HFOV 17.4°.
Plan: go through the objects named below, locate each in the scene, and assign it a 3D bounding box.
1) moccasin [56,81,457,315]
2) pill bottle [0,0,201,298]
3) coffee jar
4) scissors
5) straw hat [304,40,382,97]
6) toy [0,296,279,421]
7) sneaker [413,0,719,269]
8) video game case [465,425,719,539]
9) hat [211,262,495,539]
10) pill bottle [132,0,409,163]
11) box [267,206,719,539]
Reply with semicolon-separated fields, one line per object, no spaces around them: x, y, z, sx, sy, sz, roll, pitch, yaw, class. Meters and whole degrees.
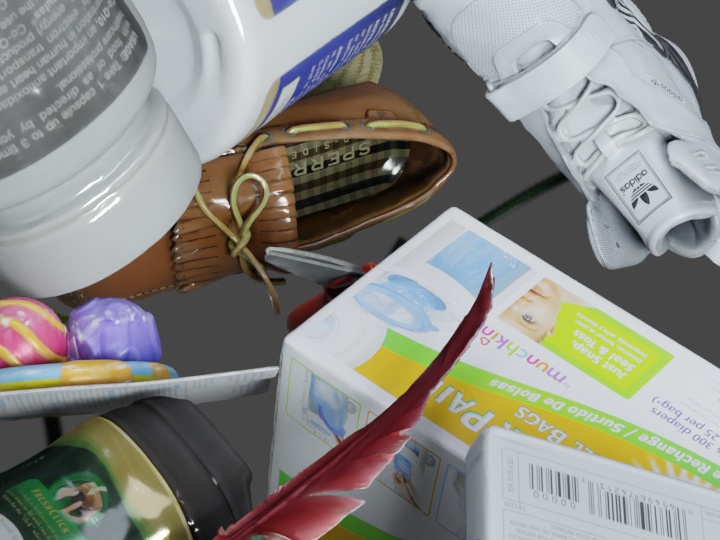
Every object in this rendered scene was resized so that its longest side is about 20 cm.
-0.046;-0.027;1.036;0.201;0.074;0.078;-15;29;-34;moccasin
-0.148;-0.094;0.893;0.113;0.200;0.114;-22;31;14;pill bottle
-0.131;0.123;0.839;0.199;0.105;0.085;-23;51;-29;coffee jar
0.000;0.000;0.944;0.073;0.200;0.014;-15;78;0;scissors
-0.084;-0.144;1.143;0.200;0.085;0.202;4;43;-4;straw hat
-0.135;0.036;0.913;0.199;0.115;0.047;-8;84;-5;toy
0.104;-0.074;1.048;0.200;0.075;0.115;30;31;-46;sneaker
0.127;0.148;0.752;0.199;0.023;0.183;18;42;-14;video game case
-0.052;0.110;0.822;0.199;0.166;0.176;4;40;-14;hat
-0.043;-0.137;1.028;0.119;0.120;0.200;27;38;20;pill bottle
0.074;0.083;0.909;0.200;0.102;0.112;32;48;24;box
